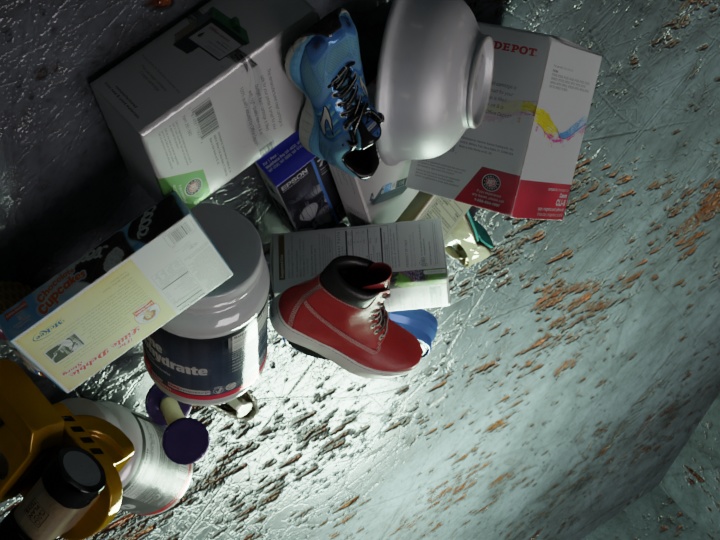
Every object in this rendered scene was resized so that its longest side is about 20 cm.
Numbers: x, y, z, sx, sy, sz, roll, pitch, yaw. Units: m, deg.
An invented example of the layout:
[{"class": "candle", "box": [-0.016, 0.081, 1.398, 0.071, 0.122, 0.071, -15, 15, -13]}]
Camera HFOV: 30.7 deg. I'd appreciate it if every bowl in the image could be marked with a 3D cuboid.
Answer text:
[{"class": "bowl", "box": [0.085, -0.201, 1.362, 0.201, 0.090, 0.202, 11, 90, -75]}, {"class": "bowl", "box": [-0.003, 0.078, 1.645, 0.199, 0.040, 0.201, 4, 162, 1]}]

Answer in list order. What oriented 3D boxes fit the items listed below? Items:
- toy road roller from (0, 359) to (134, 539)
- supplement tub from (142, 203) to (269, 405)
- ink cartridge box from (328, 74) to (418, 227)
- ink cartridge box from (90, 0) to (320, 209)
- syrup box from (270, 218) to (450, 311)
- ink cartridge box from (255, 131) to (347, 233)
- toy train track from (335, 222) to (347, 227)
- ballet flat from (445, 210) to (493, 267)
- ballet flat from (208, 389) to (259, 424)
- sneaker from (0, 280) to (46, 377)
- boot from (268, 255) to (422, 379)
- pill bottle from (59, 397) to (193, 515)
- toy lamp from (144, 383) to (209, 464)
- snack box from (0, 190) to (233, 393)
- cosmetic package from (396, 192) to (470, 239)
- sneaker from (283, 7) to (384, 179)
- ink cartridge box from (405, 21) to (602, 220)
[{"class": "toy road roller", "box": [-0.325, 0.185, 1.337, 0.123, 0.200, 0.146, -48, 169, 23]}, {"class": "supplement tub", "box": [-0.167, 0.039, 1.400, 0.140, 0.140, 0.200, -31, 151, -25]}, {"class": "ink cartridge box", "box": [0.038, -0.148, 1.481, 0.177, 0.045, 0.200, -53, 157, -15]}, {"class": "ink cartridge box", "box": [-0.131, -0.164, 1.218, 0.200, 0.084, 0.146, -38, 154, -16]}, {"class": "syrup box", "box": [0.000, 0.000, 1.502, 0.199, 0.082, 0.079, -6, 153, 3]}, {"class": "ink cartridge box", "box": [-0.055, -0.106, 1.468, 0.099, 0.039, 0.200, -40, 153, -8]}, {"class": "toy train track", "box": [-0.036, 0.021, 1.687, 0.114, 0.033, 0.201, -27, 148, -31]}, {"class": "ballet flat", "box": [0.135, -0.051, 1.803, 0.069, 0.069, 0.200, -44, 155, 0]}, {"class": "ballet flat", "box": [-0.173, 0.144, 1.633, 0.072, 0.072, 0.200, -44, 153, -2]}, {"class": "sneaker", "box": [-0.320, 0.067, 1.296, 0.200, 0.075, 0.090, 7, 119, -57]}, {"class": "boot", "box": [0.019, 0.050, 1.442, 0.199, 0.073, 0.144, 23, 140, -33]}, {"class": "pill bottle", "box": [-0.285, 0.215, 1.518, 0.114, 0.114, 0.200, -45, 154, 1]}, {"class": "toy lamp", "box": [-0.209, 0.165, 1.479, 0.058, 0.200, 0.059, -3, 102, -16]}, {"class": "snack box", "box": [-0.226, 0.023, 1.228, 0.200, 0.037, 0.116, -36, 146, -5]}, {"class": "cosmetic package", "box": [0.048, -0.048, 1.633, 0.200, 0.071, 0.105, -52, 151, -3]}, {"class": "sneaker", "box": [-0.009, -0.158, 1.207, 0.078, 0.090, 0.200, -39, 153, -16]}, {"class": "ink cartridge box", "box": [0.165, -0.172, 1.493, 0.144, 0.145, 0.201, -1, 106, -56]}]
